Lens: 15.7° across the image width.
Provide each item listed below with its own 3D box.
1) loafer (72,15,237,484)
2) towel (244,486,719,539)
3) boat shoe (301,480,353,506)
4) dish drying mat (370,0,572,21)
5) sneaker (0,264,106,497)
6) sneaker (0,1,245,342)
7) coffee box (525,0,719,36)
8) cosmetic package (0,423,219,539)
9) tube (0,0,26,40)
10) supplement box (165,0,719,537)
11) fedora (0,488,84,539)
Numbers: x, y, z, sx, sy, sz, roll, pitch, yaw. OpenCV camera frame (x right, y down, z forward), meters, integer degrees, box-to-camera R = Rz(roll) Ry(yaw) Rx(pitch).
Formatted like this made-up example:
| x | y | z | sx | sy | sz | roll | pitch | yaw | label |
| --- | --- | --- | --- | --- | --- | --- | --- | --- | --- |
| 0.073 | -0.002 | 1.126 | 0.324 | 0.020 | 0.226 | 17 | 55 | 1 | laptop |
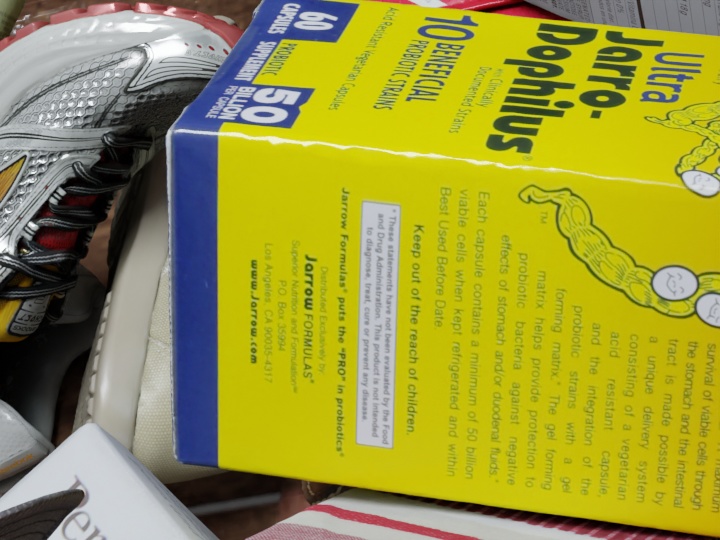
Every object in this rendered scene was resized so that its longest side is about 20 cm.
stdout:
| x | y | z | sx | sy | sz | roll | pitch | yaw | label |
| --- | --- | --- | --- | --- | --- | --- | --- | --- | --- |
| -0.054 | -0.003 | 0.931 | 0.068 | 0.076 | 0.200 | 17 | 54 | -9 | loafer |
| 0.066 | 0.079 | 0.748 | 0.144 | 0.200 | 0.023 | 10 | 104 | 29 | towel |
| 0.000 | 0.000 | 0.881 | 0.072 | 0.068 | 0.200 | -38 | 31 | 43 | boat shoe |
| 0.069 | -0.113 | 0.895 | 0.200 | 0.018 | 0.077 | -12 | 50 | 5 | dish drying mat |
| -0.163 | 0.067 | 0.938 | 0.092 | 0.076 | 0.200 | 24 | 76 | 28 | sneaker |
| -0.110 | -0.020 | 0.883 | 0.200 | 0.078 | 0.082 | -34 | 65 | 23 | sneaker |
| 0.104 | -0.136 | 0.842 | 0.200 | 0.080 | 0.114 | 26 | 62 | 30 | coffee box |
| -0.077 | 0.189 | 0.772 | 0.200 | 0.165 | 0.165 | -43 | 56 | -3 | cosmetic package |
| -0.188 | -0.027 | 0.976 | 0.052 | 0.058 | 0.200 | 27 | 95 | 23 | tube |
| 0.055 | -0.004 | 0.753 | 0.200 | 0.110 | 0.109 | 7 | 28 | 10 | supplement box |
| -0.138 | 0.140 | 0.648 | 0.200 | 0.177 | 0.090 | -28 | 85 | -2 | fedora |
